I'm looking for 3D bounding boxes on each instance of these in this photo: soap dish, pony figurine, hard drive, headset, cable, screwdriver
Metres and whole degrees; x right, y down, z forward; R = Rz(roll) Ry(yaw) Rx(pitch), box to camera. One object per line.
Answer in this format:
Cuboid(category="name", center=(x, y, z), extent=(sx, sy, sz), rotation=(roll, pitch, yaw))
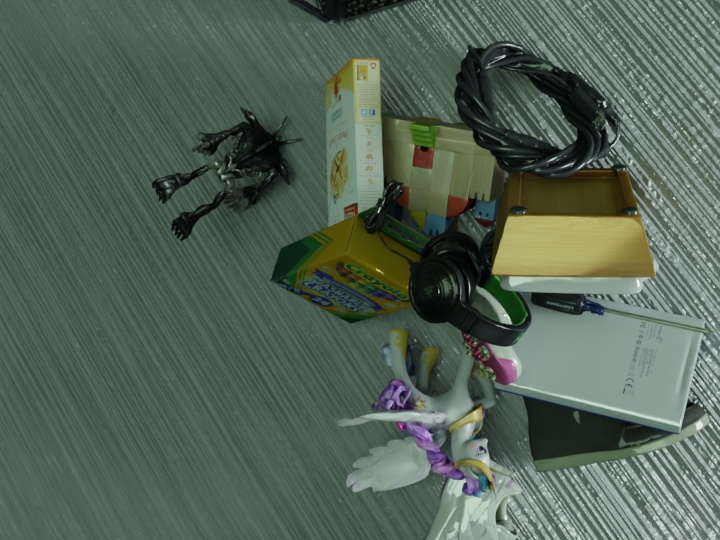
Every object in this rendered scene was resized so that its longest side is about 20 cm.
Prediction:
Cuboid(category="soap dish", center=(0.216, -0.048, 0.980), extent=(0.155, 0.200, 0.082), rotation=(1, 112, 10))
Cuboid(category="pony figurine", center=(0.072, 0.163, 1.073), extent=(0.190, 0.168, 0.202), rotation=(-4, 52, 6))
Cuboid(category="hard drive", center=(0.259, 0.092, 1.033), extent=(0.197, 0.025, 0.133), rotation=(11, 58, 24))
Cuboid(category="headset", center=(0.093, -0.005, 0.967), extent=(0.199, 0.124, 0.095), rotation=(32, 116, 1))
Cuboid(category="cable", center=(0.180, -0.177, 1.044), extent=(0.200, 0.162, 0.051), rotation=(46, 151, 19))
Cuboid(category="screwdriver", center=(0.279, 0.050, 1.026), extent=(0.198, 0.028, 0.030), rotation=(18, 91, 26))

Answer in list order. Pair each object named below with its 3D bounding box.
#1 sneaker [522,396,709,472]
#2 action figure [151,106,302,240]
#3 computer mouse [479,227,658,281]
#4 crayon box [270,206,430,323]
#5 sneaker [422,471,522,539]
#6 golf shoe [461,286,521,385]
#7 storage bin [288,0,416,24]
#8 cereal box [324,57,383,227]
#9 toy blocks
Cuboid(category="sneaker", center=(0.270, 0.149, 1.037), extent=(0.198, 0.075, 0.108), rotation=(-18, 81, 24))
Cuboid(category="action figure", center=(-0.172, -0.130, 1.217), extent=(0.102, 0.199, 0.120), rotation=(-8, 115, 59))
Cuboid(category="computer mouse", center=(0.227, -0.005, 1.054), extent=(0.197, 0.110, 0.045), rotation=(10, 114, 16))
Cuboid(category="crayon box", center=(0.000, 0.000, 1.085), extent=(0.199, 0.125, 0.052), rotation=(-20, 47, 53))
Cuboid(category="sneaker", center=(0.123, 0.320, 1.100), extent=(0.099, 0.075, 0.203), rotation=(23, 98, 24))
Cuboid(category="golf shoe", center=(0.142, 0.042, 1.057), extent=(0.090, 0.076, 0.201), rotation=(-21, 43, -6))
Cuboid(category="storage bin", center=(0.017, -0.376, 1.124), extent=(0.197, 0.135, 0.095), rotation=(-11, 85, 24))
Cuboid(category="cereal box", center=(-0.009, -0.137, 1.136), extent=(0.039, 0.144, 0.203), rotation=(-1, 88, -16))
Cuboid(category="toy blocks", center=(0.091, -0.104, 1.121), extent=(0.197, 0.100, 0.139), rotation=(12, 106, 24))
